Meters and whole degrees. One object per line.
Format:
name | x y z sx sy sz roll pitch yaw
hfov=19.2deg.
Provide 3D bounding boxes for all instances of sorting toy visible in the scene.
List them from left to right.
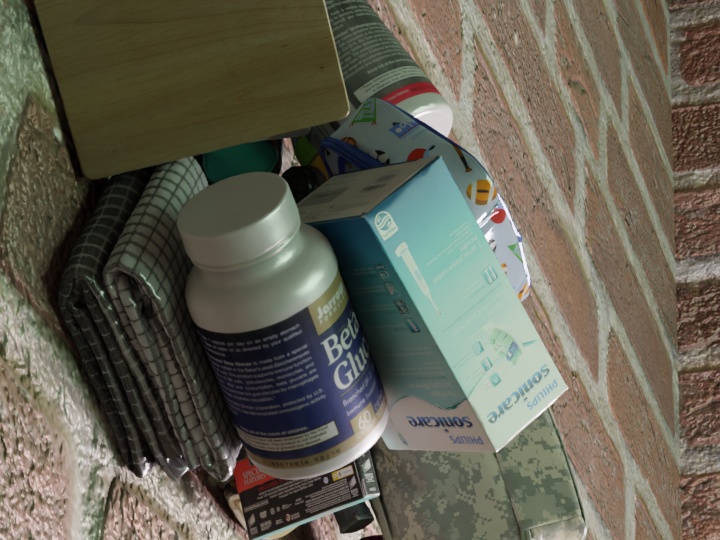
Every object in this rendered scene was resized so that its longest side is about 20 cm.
sorting toy | -0.126 -0.189 1.521 0.070 0.198 0.200 -98 174 -71

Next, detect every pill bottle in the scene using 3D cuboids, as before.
pill bottle | -0.058 0.037 1.487 0.111 0.110 0.201 -71 147 -54
pill bottle | -0.021 -0.168 1.761 0.201 0.111 0.111 53 8 21

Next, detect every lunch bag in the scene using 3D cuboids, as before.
lunch bag | 0.047 -0.036 1.651 0.076 0.160 0.201 -46 147 -19
lunch bag | 0.082 0.175 1.857 0.139 0.166 0.202 133 -58 -66

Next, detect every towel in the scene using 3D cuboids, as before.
towel | -0.142 0.035 1.548 0.166 0.085 0.201 -73 149 -55

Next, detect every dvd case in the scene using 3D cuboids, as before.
dvd case | -0.059 0.095 1.643 0.022 0.146 0.202 -4 74 -43

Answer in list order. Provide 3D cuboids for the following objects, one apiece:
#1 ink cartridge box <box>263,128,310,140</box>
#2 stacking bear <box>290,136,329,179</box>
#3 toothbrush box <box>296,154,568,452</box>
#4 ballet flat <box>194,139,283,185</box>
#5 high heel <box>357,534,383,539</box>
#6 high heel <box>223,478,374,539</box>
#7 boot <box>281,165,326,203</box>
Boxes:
ink cartridge box | -0.113 -0.193 1.649 0.125 0.127 0.202 -35 116 -69
stacking bear | -0.002 -0.102 1.896 0.114 0.120 0.201 72 -2 -70
toothbrush box | 0.039 0.028 1.541 0.085 0.146 0.201 -37 105 -28
ballet flat | -0.099 -0.094 1.765 0.201 0.074 0.075 -68 146 -54
high heel | -0.012 0.277 1.825 0.200 0.095 0.068 -53 132 -66
high heel | -0.075 0.150 1.785 0.199 0.071 0.143 16 43 -56
boot | 0.000 0.000 1.773 0.070 0.131 0.202 24 -57 58
